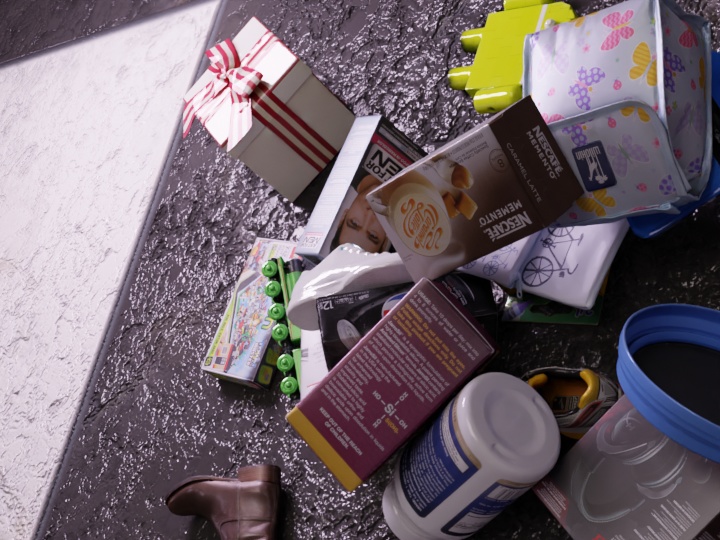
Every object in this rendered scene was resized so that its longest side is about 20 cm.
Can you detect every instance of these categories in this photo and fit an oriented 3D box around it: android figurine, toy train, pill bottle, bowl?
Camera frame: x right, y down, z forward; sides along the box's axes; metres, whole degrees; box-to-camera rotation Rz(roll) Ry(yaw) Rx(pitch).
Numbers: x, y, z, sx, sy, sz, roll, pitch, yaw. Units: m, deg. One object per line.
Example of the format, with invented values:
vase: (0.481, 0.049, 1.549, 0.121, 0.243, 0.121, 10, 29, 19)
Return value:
android figurine: (0.207, -0.283, 1.353, 0.198, 0.041, 0.184, 3, 65, 43)
toy train: (-0.085, 0.071, 1.341, 0.056, 0.042, 0.203, -15, 66, 8)
pill bottle: (0.100, 0.197, 1.040, 0.201, 0.110, 0.112, -53, 34, 44)
bowl: (0.319, 0.101, 0.916, 0.201, 0.198, 0.040, 51, 136, 46)

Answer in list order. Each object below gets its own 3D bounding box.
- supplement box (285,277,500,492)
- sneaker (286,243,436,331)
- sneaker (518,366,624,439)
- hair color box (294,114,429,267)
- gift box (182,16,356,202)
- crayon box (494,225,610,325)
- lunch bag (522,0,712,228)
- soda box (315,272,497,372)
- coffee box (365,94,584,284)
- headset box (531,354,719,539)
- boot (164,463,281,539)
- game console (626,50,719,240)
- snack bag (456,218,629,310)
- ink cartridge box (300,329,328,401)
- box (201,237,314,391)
supplement box: (0.037, 0.113, 1.065, 0.200, 0.131, 0.103, -45, 79, 6)
sneaker: (0.000, 0.000, 1.231, 0.198, 0.075, 0.089, -17, 44, 25)
sneaker: (0.173, 0.133, 1.082, 0.198, 0.082, 0.079, -15, 54, 33)
hair color box: (0.004, -0.087, 1.347, 0.060, 0.099, 0.202, 5, 67, 53)
gift box: (-0.139, -0.221, 1.498, 0.201, 0.186, 0.184, -49, 43, 1)
crayon box: (0.222, -0.043, 1.176, 0.124, 0.051, 0.203, 0, 64, 39)
lunch bag: (0.251, -0.150, 1.036, 0.168, 0.126, 0.204, -8, 76, 46)
soda box: (0.052, 0.058, 1.178, 0.197, 0.071, 0.064, -10, 52, -1)
coffee box: (0.112, -0.076, 1.062, 0.079, 0.115, 0.199, -35, 7, -39)
headset box: (0.267, 0.205, 0.961, 0.200, 0.077, 0.149, -45, 44, 5)
boot: (-0.169, 0.347, 1.254, 0.185, 0.064, 0.203, -22, 56, 31)
game console: (0.352, -0.130, 1.094, 0.119, 0.168, 0.202, 116, 150, -42)
snack bag: (0.202, -0.059, 1.141, 0.198, 0.021, 0.190, 20, 75, 37)
ink cartridge box: (-0.009, 0.107, 1.262, 0.115, 0.067, 0.202, -22, 51, 27)
box: (-0.133, 0.056, 1.424, 0.109, 0.035, 0.202, 6, 68, 42)
